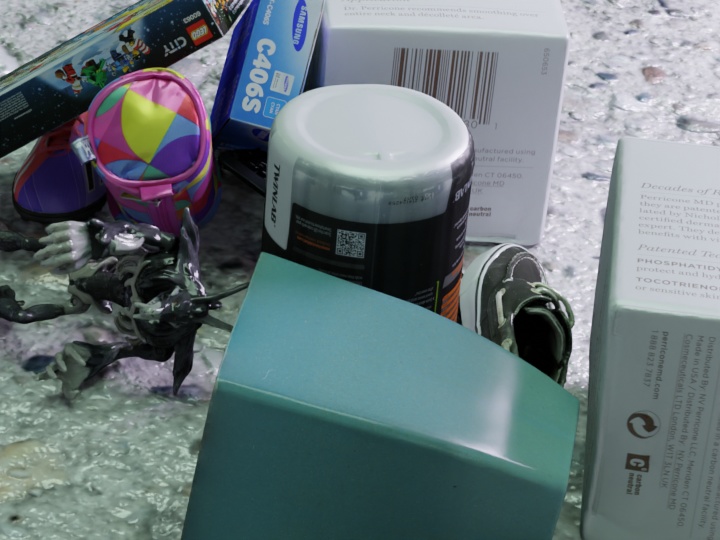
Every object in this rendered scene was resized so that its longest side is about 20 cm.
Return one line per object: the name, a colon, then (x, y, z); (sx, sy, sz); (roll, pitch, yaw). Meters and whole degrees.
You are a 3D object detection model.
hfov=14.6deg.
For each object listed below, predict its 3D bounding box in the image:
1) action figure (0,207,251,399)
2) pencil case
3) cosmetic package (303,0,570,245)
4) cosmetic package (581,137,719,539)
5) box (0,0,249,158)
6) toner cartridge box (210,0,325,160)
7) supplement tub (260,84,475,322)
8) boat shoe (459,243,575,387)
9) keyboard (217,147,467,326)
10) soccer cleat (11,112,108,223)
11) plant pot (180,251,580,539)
action figure: (-0.168, 0.017, 1.713); (0.199, 0.119, 0.102); (8, 18, 24)
pencil case: (-0.132, -0.070, 1.802); (0.088, 0.089, 0.200); (6, -7, 2)
cosmetic package: (0.044, -0.139, 1.939); (0.167, 0.167, 0.200); (2, 32, -5)
cosmetic package: (0.221, 0.047, 1.646); (0.166, 0.168, 0.200); (6, 31, 3)
box: (-0.174, -0.134, 1.835); (0.200, 0.038, 0.137); (-27, 11, 12)
toner cartridge box: (-0.067, -0.127, 1.875); (0.043, 0.095, 0.200); (14, -6, -7)
supplement tub: (0.000, 0.000, 1.675); (0.122, 0.201, 0.123); (4, 31, -3)
boat shoe: (0.103, 0.044, 1.727); (0.071, 0.064, 0.200); (41, 31, -22)
keyboard: (0.007, -0.030, 1.815); (0.200, 0.040, 0.104); (37, 13, 16)
soccer cleat: (-0.193, -0.100, 1.930); (0.068, 0.073, 0.200); (10, 32, 9)
plant pot: (0.015, 0.106, 1.572); (0.199, 0.142, 0.141); (15, 32, 2)
